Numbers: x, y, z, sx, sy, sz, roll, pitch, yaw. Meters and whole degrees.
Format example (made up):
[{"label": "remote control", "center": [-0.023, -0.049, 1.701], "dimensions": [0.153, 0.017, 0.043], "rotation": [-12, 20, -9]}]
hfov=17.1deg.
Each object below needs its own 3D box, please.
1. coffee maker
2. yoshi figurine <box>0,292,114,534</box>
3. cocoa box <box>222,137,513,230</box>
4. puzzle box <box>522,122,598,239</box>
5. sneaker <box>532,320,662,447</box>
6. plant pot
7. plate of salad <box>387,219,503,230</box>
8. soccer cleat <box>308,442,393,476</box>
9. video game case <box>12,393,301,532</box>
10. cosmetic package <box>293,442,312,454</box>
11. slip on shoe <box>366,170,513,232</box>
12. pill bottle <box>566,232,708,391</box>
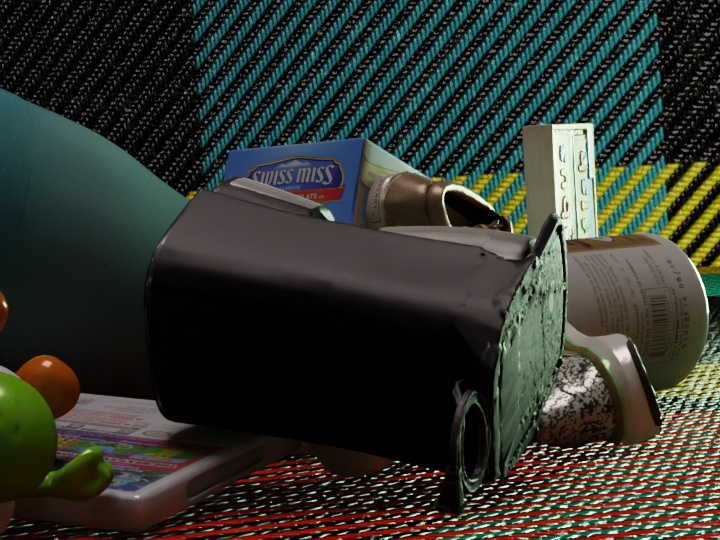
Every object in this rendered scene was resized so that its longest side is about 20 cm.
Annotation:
[{"label": "coffee maker", "center": [-0.009, 0.031, 1.244], "dimensions": [0.199, 0.135, 0.192], "rotation": [8, 12, 18]}, {"label": "yoshi figurine", "center": [-0.174, 0.071, 1.139], "dimensions": [0.112, 0.112, 0.200], "rotation": [2, 22, -1]}, {"label": "cocoa box", "center": [0.000, 0.000, 1.746], "dimensions": [0.133, 0.132, 0.200], "rotation": [-2, -20, 37]}, {"label": "puzzle box", "center": [0.162, -0.017, 1.886], "dimensions": [0.025, 0.201, 0.133], "rotation": [-2, 4, 20]}, {"label": "sneaker", "center": [0.101, 0.073, 1.445], "dimensions": [0.088, 0.077, 0.200], "rotation": [-15, 3, -19]}, {"label": "plant pot", "center": [-0.195, -0.001, 1.514], "dimensions": [0.188, 0.201, 0.200], "rotation": [19, -7, -25]}, {"label": "plate of salad", "center": [0.019, -0.001, 1.482], "dimensions": [0.199, 0.048, 0.200], "rotation": [0, -15, 0]}, {"label": "soccer cleat", "center": [0.037, 0.056, 1.384], "dimensions": [0.077, 0.069, 0.200], "rotation": [-28, 3, 38]}, {"label": "video game case", "center": [-0.159, 0.099, 1.288], "dimensions": [0.199, 0.023, 0.182], "rotation": [5, 11, 25]}, {"label": "cosmetic package", "center": [-0.058, 0.074, 1.547], "dimensions": [0.105, 0.071, 0.200], "rotation": [-3, 2, -19]}, {"label": "slip on shoe", "center": [0.084, -0.016, 1.695], "dimensions": [0.060, 0.076, 0.200], "rotation": [-8, -29, 36]}, {"label": "pill bottle", "center": [0.134, 0.036, 1.651], "dimensions": [0.200, 0.115, 0.114], "rotation": [-5, 3, -38]}]
